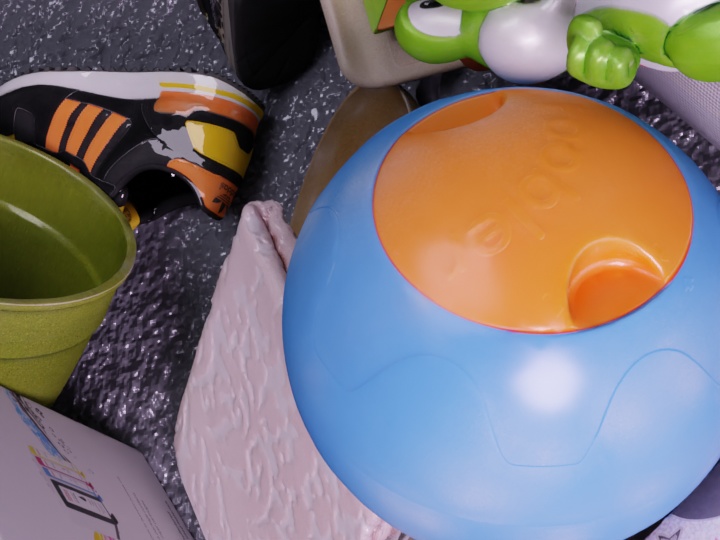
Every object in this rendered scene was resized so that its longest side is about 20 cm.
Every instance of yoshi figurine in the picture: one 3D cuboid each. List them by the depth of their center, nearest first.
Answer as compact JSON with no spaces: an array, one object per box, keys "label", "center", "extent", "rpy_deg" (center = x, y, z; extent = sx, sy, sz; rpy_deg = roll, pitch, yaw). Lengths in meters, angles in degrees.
[{"label":"yoshi figurine","center":[0.099,-0.125,0.853],"extent":[0.200,0.112,0.112],"rpy_deg":[-2,102,25]}]

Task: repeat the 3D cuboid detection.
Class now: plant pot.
[{"label":"plant pot","center":[0.000,0.000,1.080],"extent":[0.200,0.027,0.200],"rpy_deg":[-169,90,-70]},{"label":"plant pot","center":[-0.248,0.044,1.176],"extent":[0.200,0.200,0.193],"rpy_deg":[43,123,38]}]

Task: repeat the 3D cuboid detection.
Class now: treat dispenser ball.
[{"label":"treat dispenser ball","center":[0.067,0.023,0.888],"extent":[0.201,0.201,0.201],"rpy_deg":[-13,64,29]}]

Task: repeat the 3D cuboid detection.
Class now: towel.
[{"label":"towel","center":[-0.039,0.097,1.048],"extent":[0.191,0.032,0.200],"rpy_deg":[64,149,32]}]

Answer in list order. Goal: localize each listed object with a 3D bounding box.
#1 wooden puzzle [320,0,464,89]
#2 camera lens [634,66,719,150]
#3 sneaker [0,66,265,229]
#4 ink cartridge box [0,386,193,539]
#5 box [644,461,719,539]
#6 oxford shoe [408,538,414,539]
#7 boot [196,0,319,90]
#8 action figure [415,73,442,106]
[{"label":"wooden puzzle","center":[0.042,-0.187,0.957],"extent":[0.200,0.037,0.185],"rpy_deg":[-11,98,42]},{"label":"camera lens","center":[0.210,-0.122,0.962],"extent":[0.160,0.160,0.200],"rpy_deg":[-48,55,7]},{"label":"sneaker","center":[-0.152,-0.067,1.239],"extent":[0.200,0.070,0.090],"rpy_deg":[0,68,32]},{"label":"ink cartridge box","center":[-0.194,0.162,1.086],"extent":[0.147,0.200,0.145],"rpy_deg":[-43,53,11]},{"label":"box","center":[0.194,0.150,0.889],"extent":[0.200,0.115,0.132],"rpy_deg":[-47,53,8]},{"label":"oxford shoe","center":[0.028,0.074,1.061],"extent":[0.075,0.070,0.200],"rpy_deg":[-21,59,31]},{"label":"boot","center":[-0.082,-0.223,1.201],"extent":[0.073,0.204,0.154],"rpy_deg":[-19,44,-23]},{"label":"action figure","center":[0.089,-0.164,1.089],"extent":[0.193,0.105,0.200],"rpy_deg":[-36,55,-17]}]
